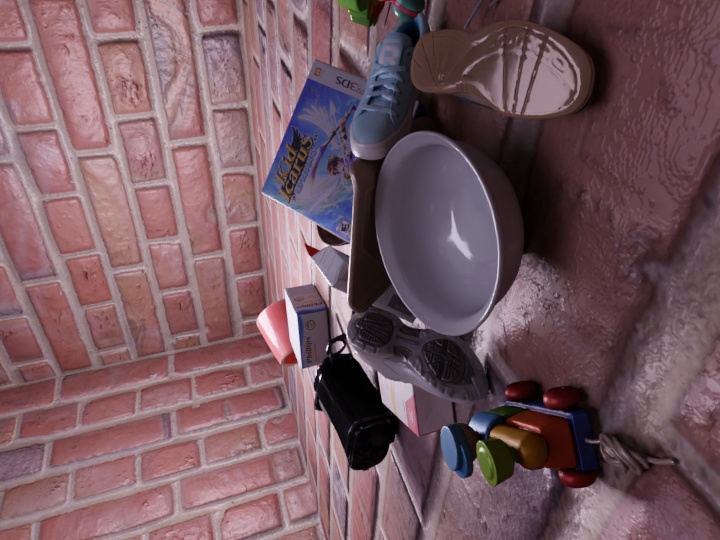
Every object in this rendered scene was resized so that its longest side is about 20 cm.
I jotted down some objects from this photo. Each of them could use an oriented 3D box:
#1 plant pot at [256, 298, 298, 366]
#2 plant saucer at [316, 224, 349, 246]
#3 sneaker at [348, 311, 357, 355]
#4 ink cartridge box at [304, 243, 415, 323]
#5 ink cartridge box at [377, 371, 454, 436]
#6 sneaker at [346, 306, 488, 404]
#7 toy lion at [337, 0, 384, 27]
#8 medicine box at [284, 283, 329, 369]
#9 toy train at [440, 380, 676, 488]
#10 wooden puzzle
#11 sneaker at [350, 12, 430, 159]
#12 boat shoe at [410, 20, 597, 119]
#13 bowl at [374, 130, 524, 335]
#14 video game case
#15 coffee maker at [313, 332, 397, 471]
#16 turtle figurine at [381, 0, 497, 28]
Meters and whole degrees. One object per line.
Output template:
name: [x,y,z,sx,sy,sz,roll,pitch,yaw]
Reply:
plant pot: [-0.253,0.227,1.865,0.181,0.195,0.203,60,157,26]
plant saucer: [0.001,-0.126,0.836,0.198,0.032,0.205,-35,40,35]
sneaker: [0.013,0.111,1.031,0.199,0.073,0.091,-170,77,-73]
ink cartridge box: [0.000,0.000,0.860,0.048,0.157,0.200,-60,27,11]
ink cartridge box: [0.075,0.170,0.845,0.199,0.065,0.121,-169,70,-73]
sneaker: [0.075,0.119,0.692,0.195,0.079,0.100,26,155,18]
toy lion: [0.014,-0.379,0.618,0.194,0.066,0.204,101,-171,-55]
medicine box: [-0.168,0.171,1.645,0.200,0.099,0.189,-132,36,-61]
toy train: [0.156,0.159,0.465,0.200,0.112,0.088,153,106,-74]
wooden puzzle: [0.035,-0.074,0.675,0.036,0.185,0.206,21,131,27]
sneaker: [0.031,-0.219,0.593,0.083,0.071,0.205,67,-143,-51]
boat shoe: [0.128,-0.179,0.469,0.198,0.063,0.075,29,120,47]
bowl: [0.103,-0.045,0.546,0.200,0.088,0.208,37,134,49]
video game case: [-0.027,-0.162,0.722,0.178,0.045,0.205,28,98,24]
coffee maker: [-0.020,0.279,1.094,0.200,0.132,0.197,43,155,53]
turtle figurine: [0.074,-0.310,0.484,0.149,0.100,0.204,39,128,21]
